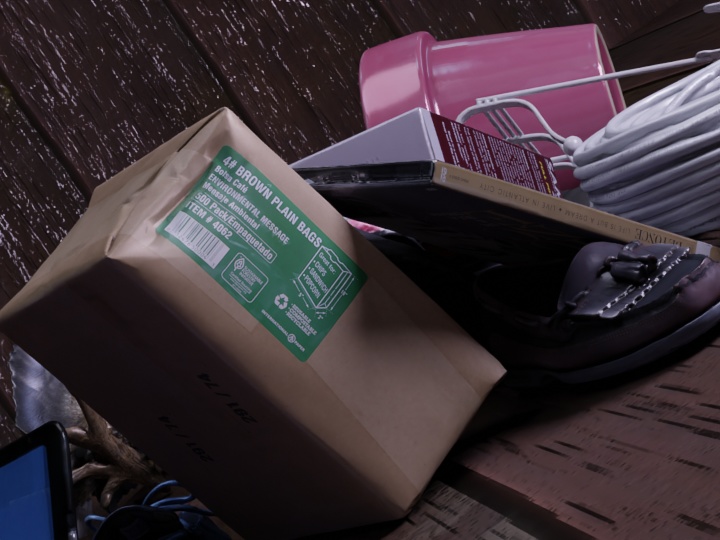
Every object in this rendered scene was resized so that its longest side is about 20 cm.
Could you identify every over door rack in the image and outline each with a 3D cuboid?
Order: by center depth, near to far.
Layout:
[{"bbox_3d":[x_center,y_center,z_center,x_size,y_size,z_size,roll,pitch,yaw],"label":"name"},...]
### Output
[{"bbox_3d":[0.179,-0.095,1.303,0.199,0.067,0.148,-21,-21,14],"label":"over door rack"}]

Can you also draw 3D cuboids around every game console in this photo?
[{"bbox_3d":[-0.268,0.211,1.251,0.176,0.117,0.200,-38,5,-42],"label":"game console"}]

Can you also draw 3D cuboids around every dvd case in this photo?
[{"bbox_3d":[0.065,-0.025,0.989,0.200,0.016,0.148,14,-8,-37],"label":"dvd case"}]

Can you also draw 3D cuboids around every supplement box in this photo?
[{"bbox_3d":[0.042,-0.038,1.172,0.109,0.061,0.200,-23,-15,24],"label":"supplement box"}]

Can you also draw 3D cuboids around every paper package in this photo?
[{"bbox_3d":[-0.059,0.037,0.979,0.104,0.200,0.190,-54,16,-27],"label":"paper package"}]

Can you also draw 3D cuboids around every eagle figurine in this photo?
[{"bbox_3d":[-0.212,0.127,1.592,0.150,0.152,0.200,0,14,-18],"label":"eagle figurine"}]

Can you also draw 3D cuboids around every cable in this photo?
[{"bbox_3d":[0.216,-0.081,1.065,0.199,0.069,0.200,-28,7,1],"label":"cable"}]

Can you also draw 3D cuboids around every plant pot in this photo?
[{"bbox_3d":[0.115,-0.102,1.483,0.178,0.201,0.200,-17,8,12],"label":"plant pot"}]

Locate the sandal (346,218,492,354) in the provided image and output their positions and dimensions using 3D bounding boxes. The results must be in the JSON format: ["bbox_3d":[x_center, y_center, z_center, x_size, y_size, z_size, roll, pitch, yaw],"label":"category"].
[{"bbox_3d":[0.000,0.000,1.073,0.075,0.200,0.045,-56,12,26],"label":"sandal"}]

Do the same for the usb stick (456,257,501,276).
[{"bbox_3d":[0.093,0.001,1.182,0.199,0.033,0.055,-21,-9,10],"label":"usb stick"}]

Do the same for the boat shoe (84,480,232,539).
[{"bbox_3d":[-0.109,0.152,1.038,0.084,0.069,0.200,-34,4,-2],"label":"boat shoe"}]

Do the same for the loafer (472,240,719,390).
[{"bbox_3d":[0.110,0.016,0.947,0.072,0.063,0.200,-34,4,-24],"label":"loafer"}]

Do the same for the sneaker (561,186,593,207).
[{"bbox_3d":[0.095,-0.023,1.290,0.200,0.091,0.076,-30,4,30],"label":"sneaker"}]
